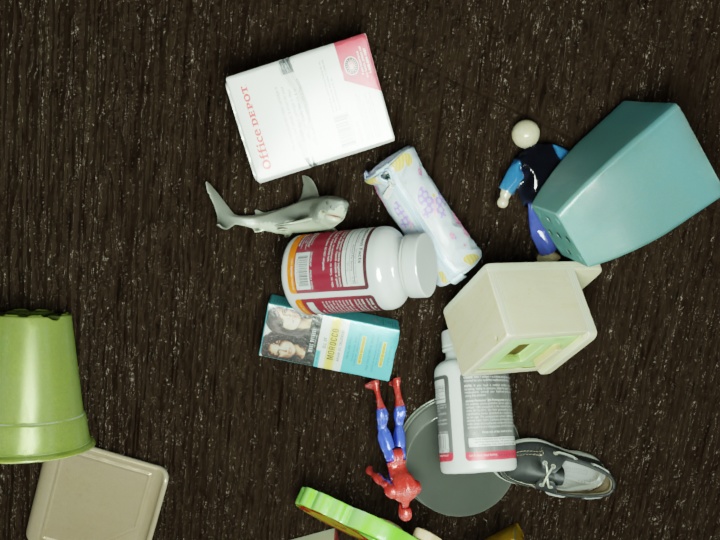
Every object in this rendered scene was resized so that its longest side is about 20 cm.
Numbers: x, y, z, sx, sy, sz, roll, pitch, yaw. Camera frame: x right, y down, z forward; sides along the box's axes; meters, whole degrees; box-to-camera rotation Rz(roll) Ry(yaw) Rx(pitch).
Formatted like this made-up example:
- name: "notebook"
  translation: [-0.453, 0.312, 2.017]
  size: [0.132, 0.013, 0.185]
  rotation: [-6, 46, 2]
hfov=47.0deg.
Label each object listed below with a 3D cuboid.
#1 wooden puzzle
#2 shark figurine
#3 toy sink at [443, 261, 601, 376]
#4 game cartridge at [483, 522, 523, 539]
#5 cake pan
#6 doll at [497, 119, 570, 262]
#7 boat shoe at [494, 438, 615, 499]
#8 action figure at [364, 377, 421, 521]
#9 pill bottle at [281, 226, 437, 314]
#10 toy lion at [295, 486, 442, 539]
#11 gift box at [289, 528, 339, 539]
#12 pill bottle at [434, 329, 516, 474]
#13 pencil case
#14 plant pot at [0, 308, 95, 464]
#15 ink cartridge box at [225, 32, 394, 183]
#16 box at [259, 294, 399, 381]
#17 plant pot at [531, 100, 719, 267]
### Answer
- name: "wooden puzzle"
  translation: [-0.410, 0.363, 1.290]
  size: [0.197, 0.037, 0.188]
  rotation: [18, 103, 0]
- name: "shark figurine"
  translation: [-0.104, -0.094, 1.177]
  size: [0.211, 0.128, 0.091]
  rotation: [-1, 78, 17]
- name: "toy sink"
  translation: [0.237, 0.069, 1.130]
  size: [0.197, 0.131, 0.114]
  rotation: [-1, 61, -26]
- name: "game cartridge"
  translation: [0.163, 0.441, 1.234]
  size: [0.175, 0.200, 0.033]
  rotation: [-31, 74, 6]
- name: "cake pan"
  translation: [0.153, 0.291, 1.277]
  size: [0.196, 0.037, 0.204]
  rotation: [0, 103, -1]
- name: "doll"
  translation: [0.256, -0.114, 1.175]
  size: [0.134, 0.048, 0.203]
  rotation: [-19, 102, -6]
- name: "boat shoe"
  translation: [0.293, 0.305, 1.247]
  size: [0.197, 0.060, 0.075]
  rotation: [16, 98, -20]
- name: "action figure"
  translation: [0.042, 0.273, 1.237]
  size: [0.064, 0.099, 0.203]
  rotation: [-2, 69, -23]
- name: "pill bottle"
  translation: [0.000, 0.000, 1.133]
  size: [0.197, 0.113, 0.115]
  rotation: [-4, 105, 25]
- name: "toy lion"
  translation: [-0.001, 0.378, 1.223]
  size: [0.190, 0.199, 0.069]
  rotation: [35, 68, -18]
- name: "gift box"
  translation: [-0.107, 0.521, 1.249]
  size: [0.184, 0.200, 0.188]
  rotation: [-15, 98, 4]
- name: "pill bottle"
  translation: [0.162, 0.186, 1.188]
  size: [0.109, 0.111, 0.204]
  rotation: [-3, 77, 0]
- name: "pencil case"
  translation: [0.089, -0.076, 1.163]
  size: [0.083, 0.091, 0.201]
  rotation: [-34, 102, 6]
- name: "plant pot"
  translation: [-0.477, 0.155, 1.174]
  size: [0.196, 0.200, 0.194]
  rotation: [2, 92, -1]
- name: "ink cartridge box"
  translation: [-0.067, -0.221, 1.129]
  size: [0.197, 0.084, 0.147]
  rotation: [-17, 103, 2]
- name: "box"
  translation: [-0.046, 0.099, 1.223]
  size: [0.196, 0.049, 0.084]
  rotation: [11, 103, -4]
- name: "plant pot"
  translation: [0.343, -0.106, 1.112]
  size: [0.199, 0.141, 0.142]
  rotation: [-38, 107, -1]
